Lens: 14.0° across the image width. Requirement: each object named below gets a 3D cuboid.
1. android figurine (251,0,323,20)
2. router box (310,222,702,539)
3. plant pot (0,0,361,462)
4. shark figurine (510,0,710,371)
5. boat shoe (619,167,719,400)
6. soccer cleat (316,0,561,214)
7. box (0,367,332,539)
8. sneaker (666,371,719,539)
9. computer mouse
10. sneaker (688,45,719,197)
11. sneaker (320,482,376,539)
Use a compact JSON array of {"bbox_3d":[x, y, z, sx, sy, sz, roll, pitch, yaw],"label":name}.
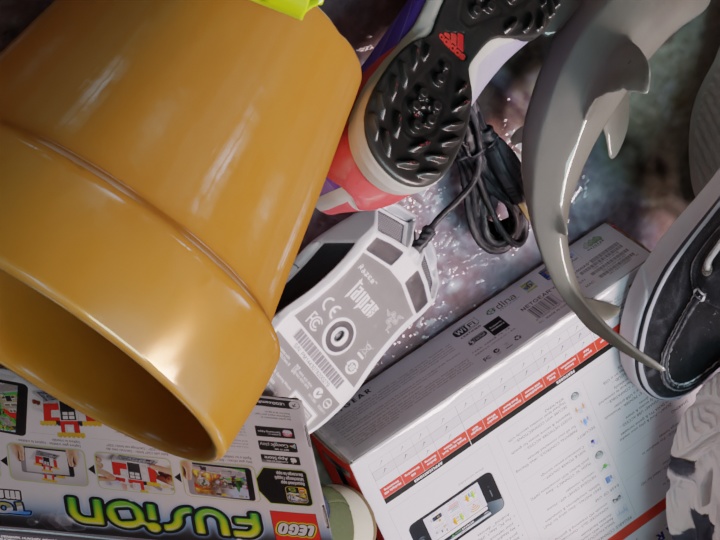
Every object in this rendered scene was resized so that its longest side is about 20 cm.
[{"bbox_3d":[-0.033,-0.192,1.280,0.200,0.182,0.041,21,143,-5],"label":"android figurine"},{"bbox_3d":[0.091,0.102,1.561,0.200,0.049,0.180,-33,126,-14],"label":"router box"},{"bbox_3d":[-0.098,-0.046,1.297,0.200,0.200,0.184,44,71,-38],"label":"plant pot"},{"bbox_3d":[0.120,-0.068,1.448,0.128,0.089,0.215,17,83,-30],"label":"shark figurine"},{"bbox_3d":[0.202,-0.004,1.484,0.072,0.068,0.200,18,117,-33],"label":"boat shoe"},{"bbox_3d":[0.035,-0.104,1.399,0.068,0.073,0.200,44,51,-17],"label":"soccer cleat"},{"bbox_3d":[-0.117,0.098,1.362,0.199,0.110,0.035,7,129,-18],"label":"box"},{"bbox_3d":[0.233,0.132,1.547,0.129,0.079,0.200,-4,112,-25],"label":"sneaker"},{"bbox_3d":[0.000,0.000,1.462,0.200,0.044,0.110,-45,129,-11],"label":"computer mouse"},{"bbox_3d":[0.239,-0.113,1.532,0.104,0.075,0.201,-12,122,-33],"label":"sneaker"},{"bbox_3d":[-0.080,0.181,1.457,0.200,0.067,0.090,-50,158,7],"label":"sneaker"}]
